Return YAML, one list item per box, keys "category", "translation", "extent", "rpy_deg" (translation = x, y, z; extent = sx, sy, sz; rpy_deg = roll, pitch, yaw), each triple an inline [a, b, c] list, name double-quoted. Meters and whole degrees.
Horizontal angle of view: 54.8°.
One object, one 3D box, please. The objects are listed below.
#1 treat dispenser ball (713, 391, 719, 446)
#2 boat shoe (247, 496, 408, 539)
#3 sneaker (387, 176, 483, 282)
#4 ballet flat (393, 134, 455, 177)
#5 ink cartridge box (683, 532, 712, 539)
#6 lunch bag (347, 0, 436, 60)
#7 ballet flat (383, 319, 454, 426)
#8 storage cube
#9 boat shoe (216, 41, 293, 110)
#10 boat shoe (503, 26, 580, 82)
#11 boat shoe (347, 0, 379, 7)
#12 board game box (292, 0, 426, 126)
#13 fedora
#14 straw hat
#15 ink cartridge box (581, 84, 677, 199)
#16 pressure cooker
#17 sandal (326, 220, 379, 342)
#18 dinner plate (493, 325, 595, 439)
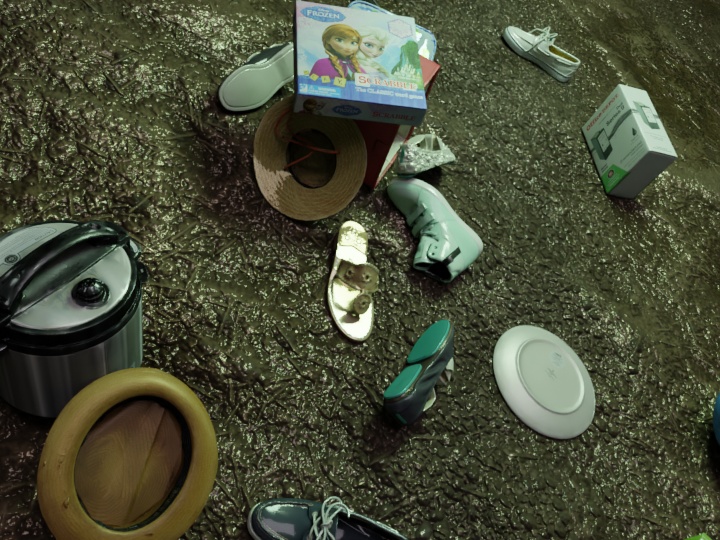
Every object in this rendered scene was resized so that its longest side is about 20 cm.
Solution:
- category: "treat dispenser ball"
  translation: [0.705, 0.259, 1.170]
  extent: [0.198, 0.201, 0.203]
  rpy_deg: [14, 52, -19]
- category: "boat shoe"
  translation: [-0.035, 0.315, 0.828]
  extent: [0.198, 0.062, 0.076]
  rpy_deg: [24, 51, -10]
- category: "sneaker"
  translation: [0.105, -0.069, 1.170]
  extent: [0.200, 0.074, 0.118]
  rpy_deg: [42, 51, 6]
- category: "ballet flat"
  translation: [0.119, -0.211, 1.241]
  extent: [0.072, 0.072, 0.200]
  rpy_deg: [46, 29, 9]
- category: "ink cartridge box"
  translation: [0.482, 0.500, 0.963]
  extent: [0.148, 0.076, 0.200]
  rpy_deg: [43, 47, 6]
- category: "lunch bag"
  translation: [0.044, -0.424, 1.358]
  extent: [0.198, 0.082, 0.163]
  rpy_deg: [19, 73, -13]
- category: "ballet flat"
  translation: [0.095, 0.153, 1.018]
  extent: [0.073, 0.073, 0.200]
  rpy_deg: [39, 42, 3]
- category: "storage cube"
  translation: [0.004, -0.286, 1.194]
  extent: [0.178, 0.201, 0.172]
  rpy_deg: [30, 49, 4]
- category: "boat shoe"
  translation: [-0.179, -0.345, 1.222]
  extent: [0.060, 0.074, 0.200]
  rpy_deg: [20, 54, 43]
- category: "boat shoe"
  translation: [0.446, -0.546, 1.681]
  extent: [0.201, 0.086, 0.075]
  rpy_deg: [35, 48, -2]
- category: "boat shoe"
  translation: [0.036, -0.498, 1.445]
  extent: [0.075, 0.060, 0.201]
  rpy_deg: [-25, 72, -39]
- category: "board game box"
  translation: [-0.005, -0.320, 1.068]
  extent: [0.197, 0.041, 0.202]
  rpy_deg: [3, 59, -14]
- category: "fedora"
  translation: [-0.255, 0.210, 0.759]
  extent: [0.198, 0.081, 0.204]
  rpy_deg: [9, 73, -32]
- category: "straw hat"
  translation: [-0.076, -0.181, 1.140]
  extent: [0.201, 0.201, 0.085]
  rpy_deg: [42, 5, 6]
- category: "ink cartridge box"
  translation: [0.586, -0.284, 1.531]
  extent: [0.083, 0.146, 0.202]
  rpy_deg: [7, 54, -22]
- category: "pressure cooker"
  translation: [-0.324, 0.042, 0.761]
  extent: [0.176, 0.201, 0.177]
  rpy_deg: [1, 47, -16]
- category: "sandal"
  translation: [-0.005, -0.001, 1.064]
  extent: [0.077, 0.070, 0.214]
  rpy_deg: [12, 53, -20]
- category: "dinner plate"
  translation: [0.307, 0.176, 1.138]
  extent: [0.198, 0.024, 0.202]
  rpy_deg: [15, 51, -19]
